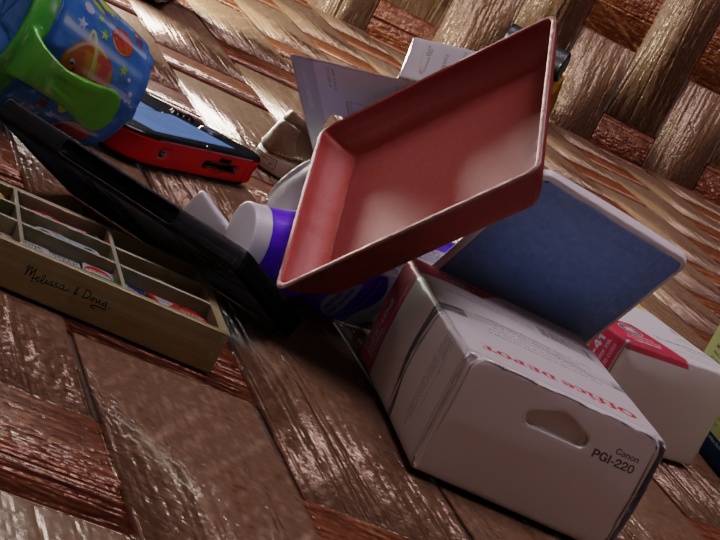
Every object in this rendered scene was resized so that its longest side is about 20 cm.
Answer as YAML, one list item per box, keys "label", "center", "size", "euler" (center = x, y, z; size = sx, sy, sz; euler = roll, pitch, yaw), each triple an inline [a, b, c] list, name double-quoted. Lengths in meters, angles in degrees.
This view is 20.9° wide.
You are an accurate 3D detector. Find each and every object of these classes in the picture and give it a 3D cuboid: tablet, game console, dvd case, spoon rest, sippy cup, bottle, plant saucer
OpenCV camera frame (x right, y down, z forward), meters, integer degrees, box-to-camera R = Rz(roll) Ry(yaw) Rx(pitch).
- label: "tablet"
  center: [0.113, 0.015, 1.339]
  size: [0.130, 0.200, 0.014]
  euler: [29, 42, -20]
- label: "game console"
  center: [-0.193, -0.131, 1.649]
  size: [0.177, 0.031, 0.200]
  euler: [35, 13, 28]
- label: "dvd case"
  center: [-0.135, -0.033, 1.265]
  size: [0.199, 0.018, 0.143]
  euler: [33, -9, 20]
- label: "spoon rest"
  center: [-0.058, -0.039, 1.456]
  size: [0.061, 0.099, 0.200]
  euler: [54, 33, 12]
- label: "sippy cup"
  center: [-0.234, -0.164, 1.481]
  size: [0.130, 0.139, 0.179]
  euler: [32, 45, -38]
- label: "bottle"
  center: [0.000, 0.000, 1.389]
  size: [0.199, 0.083, 0.066]
  euler: [18, 52, -29]
- label: "plant saucer"
  center: [0.048, -0.070, 1.307]
  size: [0.037, 0.199, 0.200]
  euler: [52, 27, -25]

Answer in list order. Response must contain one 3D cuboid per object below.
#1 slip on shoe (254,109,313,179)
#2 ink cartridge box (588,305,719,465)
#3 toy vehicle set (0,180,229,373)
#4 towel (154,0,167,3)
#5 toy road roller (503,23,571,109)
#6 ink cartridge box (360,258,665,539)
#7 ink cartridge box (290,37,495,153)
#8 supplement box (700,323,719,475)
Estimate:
- label: "slip on shoe"
  center: [-0.016, -0.104, 1.863]
  size: [0.199, 0.061, 0.076]
  euler: [17, 16, -43]
- label: "ink cartridge box"
  center: [0.176, 0.059, 1.543]
  size: [0.147, 0.086, 0.200]
  euler: [17, 17, -41]
- label: "toy vehicle set"
  center: [-0.178, -0.009, 1.153]
  size: [0.199, 0.027, 0.124]
  euler: [24, 12, -20]
- label: "towel"
  center: [-0.240, -0.431, 2.515]
  size: [0.085, 0.166, 0.200]
  euler: [33, 11, -4]
- label: "toy road roller"
  center: [0.277, -0.323, 3.441]
  size: [0.122, 0.146, 0.200]
  euler: [29, -26, 10]
- label: "ink cartridge box"
  center: [0.092, 0.081, 1.250]
  size: [0.145, 0.085, 0.200]
  euler: [25, 10, -16]
- label: "ink cartridge box"
  center: [0.046, -0.103, 1.484]
  size: [0.173, 0.044, 0.200]
  euler: [16, -27, 15]
- label: "supplement box"
  center: [0.382, 0.091, 1.587]
  size: [0.134, 0.201, 0.200]
  euler: [24, 12, -15]
